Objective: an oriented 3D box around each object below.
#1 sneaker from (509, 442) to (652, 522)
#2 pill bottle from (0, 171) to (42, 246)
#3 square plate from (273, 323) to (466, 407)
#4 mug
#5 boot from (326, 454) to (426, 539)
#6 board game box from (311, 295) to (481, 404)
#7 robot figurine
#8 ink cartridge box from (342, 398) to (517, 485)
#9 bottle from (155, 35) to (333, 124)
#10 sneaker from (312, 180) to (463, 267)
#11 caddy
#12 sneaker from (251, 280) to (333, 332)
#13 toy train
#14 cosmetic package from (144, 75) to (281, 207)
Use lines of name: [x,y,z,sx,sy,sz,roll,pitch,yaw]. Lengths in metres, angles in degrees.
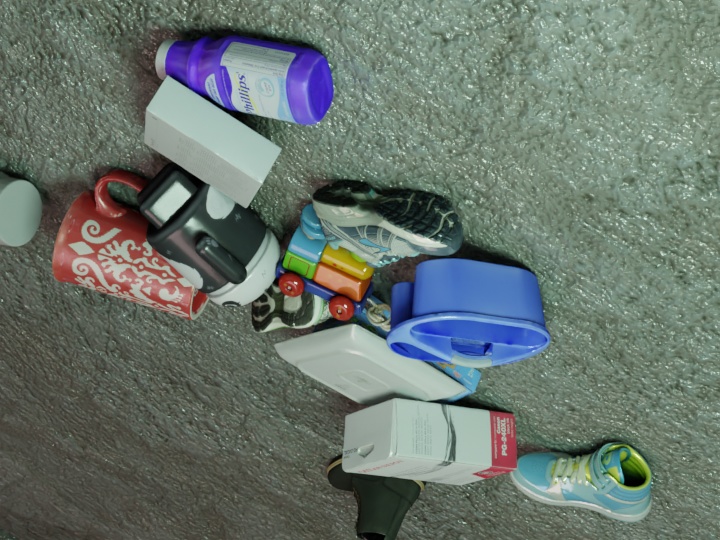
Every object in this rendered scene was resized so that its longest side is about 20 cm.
sneaker: [0.301,0.266,1.790,0.198,0.080,0.131,11,148,10]
pill bottle: [-0.565,-0.094,1.919,0.199,0.114,0.114,9,144,29]
square plate: [0.008,0.137,1.775,0.199,0.029,0.198,31,152,-27]
mug: [-0.300,-0.026,1.798,0.199,0.134,0.178,20,150,8]
boot: [0.000,0.369,2.115,0.199,0.139,0.078,-9,133,46]
board game box: [0.045,0.118,1.815,0.199,0.037,0.151,35,149,-13]
robot figurine: [-0.192,-0.042,1.687,0.124,0.151,0.200,-25,121,38]
ink cartridge box: [0.093,0.237,1.824,0.199,0.084,0.145,11,159,-28]
bottle: [-0.129,-0.214,1.448,0.199,0.066,0.084,14,145,22]
sneaker: [0.037,-0.044,1.540,0.199,0.078,0.087,18,131,35]
caddy: [0.125,0.063,1.549,0.198,0.106,0.141,8,154,-23]
sneaker: [-0.083,0.050,1.791,0.088,0.078,0.199,7,178,-31]
toy train: [0.000,0.000,1.653,0.199,0.085,0.116,25,134,5]
cosmetic package: [-0.175,-0.145,1.537,0.150,0.052,0.200,30,171,-6]
